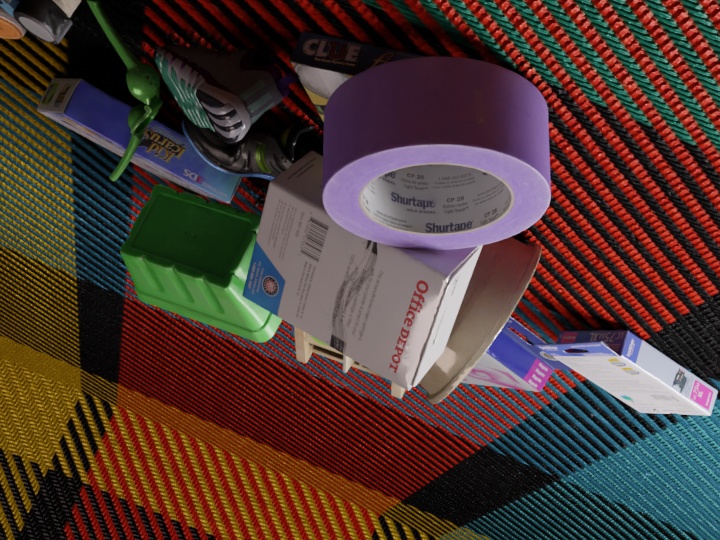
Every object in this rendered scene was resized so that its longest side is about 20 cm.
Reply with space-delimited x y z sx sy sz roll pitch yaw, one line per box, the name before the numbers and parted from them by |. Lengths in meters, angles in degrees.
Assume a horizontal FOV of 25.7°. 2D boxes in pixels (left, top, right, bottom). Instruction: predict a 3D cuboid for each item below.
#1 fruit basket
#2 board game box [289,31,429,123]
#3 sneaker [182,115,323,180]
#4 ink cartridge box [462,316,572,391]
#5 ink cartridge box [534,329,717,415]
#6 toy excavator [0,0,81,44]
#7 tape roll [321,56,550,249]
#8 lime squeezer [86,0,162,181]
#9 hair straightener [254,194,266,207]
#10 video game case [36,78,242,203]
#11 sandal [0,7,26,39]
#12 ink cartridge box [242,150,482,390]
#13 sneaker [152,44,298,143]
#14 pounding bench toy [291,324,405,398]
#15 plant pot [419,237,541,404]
fruit basket | -0.145 -0.005 1.798 0.214 0.156 0.216 25 165 7
board game box | 0.027 -0.144 1.466 0.134 0.035 0.200 15 161 21
sneaker | -0.086 -0.127 1.618 0.198 0.071 0.083 23 141 3
ink cartridge box | 0.145 0.096 2.018 0.196 0.044 0.199 36 159 -36
ink cartridge box | 0.316 0.116 1.876 0.199 0.042 0.119 29 161 -30
toy excavator | -0.344 -0.298 1.376 0.199 0.100 0.194 18 163 40
tape roll | 0.066 -0.097 1.371 0.198 0.086 0.200 1 156 0
lime squeezer | -0.228 -0.165 1.547 0.070 0.038 0.201 7 126 11
hair straightener | -0.047 -0.070 1.779 0.199 0.041 0.077 14 161 37
video game case | -0.239 -0.142 1.700 0.199 0.046 0.181 28 177 -21
sandal | -0.447 -0.259 1.644 0.205 0.060 0.079 14 161 23
ink cartridge box | 0.000 0.000 1.521 0.199 0.084 0.145 29 128 15
sneaker | -0.127 -0.180 1.489 0.200 0.087 0.075 40 160 54
pounding bench toy | 0.000 0.028 1.843 0.155 0.125 0.201 19 151 11
plant pot | 0.058 0.004 1.649 0.183 0.201 0.200 35 161 -5
